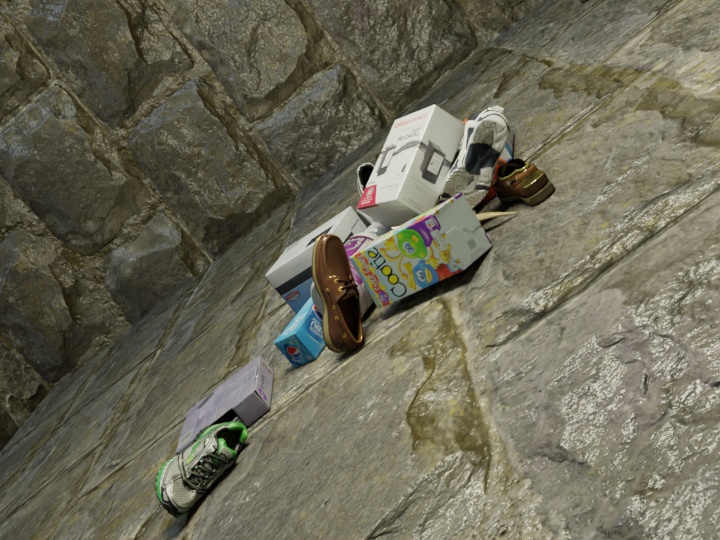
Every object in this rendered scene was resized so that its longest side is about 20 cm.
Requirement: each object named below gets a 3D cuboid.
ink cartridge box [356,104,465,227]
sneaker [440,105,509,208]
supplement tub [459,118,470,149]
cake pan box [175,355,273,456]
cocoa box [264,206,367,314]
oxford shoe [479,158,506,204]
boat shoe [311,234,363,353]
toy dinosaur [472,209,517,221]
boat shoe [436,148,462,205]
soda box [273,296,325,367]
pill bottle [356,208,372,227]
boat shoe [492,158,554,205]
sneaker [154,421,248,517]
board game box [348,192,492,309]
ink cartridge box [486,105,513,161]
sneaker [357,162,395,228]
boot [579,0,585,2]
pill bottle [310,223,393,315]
[{"bbox_3d":[0.093,-0.189,1.576,0.145,0.083,0.201,-6,58,60],"label":"ink cartridge box"},{"bbox_3d":[0.207,-0.204,1.519,0.130,0.079,0.200,-63,-8,-56],"label":"sneaker"},{"bbox_3d":[0.157,-0.205,1.710,0.199,0.123,0.123,-34,14,23],"label":"supplement tub"},{"bbox_3d":[-0.243,0.254,1.564,0.184,0.052,0.200,-40,13,5],"label":"cake pan box"},{"bbox_3d":[-0.071,-0.011,1.791,0.199,0.131,0.134,-31,15,32],"label":"cocoa box"},{"bbox_3d":[0.200,-0.150,1.653,0.199,0.071,0.073,-35,7,16],"label":"oxford shoe"},{"bbox_3d":[-0.030,0.035,1.441,0.072,0.202,0.067,-5,-5,-40],"label":"boat shoe"},{"bbox_3d":[0.174,-0.077,1.500,0.101,0.058,0.200,-45,14,-29],"label":"toy dinosaur"},{"bbox_3d":[0.147,-0.134,1.589,0.201,0.071,0.070,-58,-26,10],"label":"boat shoe"},{"bbox_3d":[-0.077,0.090,1.622,0.068,0.064,0.200,-27,18,43],"label":"soda box"},{"bbox_3d":[0.096,-0.153,1.853,0.200,0.111,0.111,-41,13,-6],"label":"pill bottle"},{"bbox_3d":[0.272,-0.163,1.490,0.072,0.068,0.200,-41,13,-6],"label":"boat shoe"},{"bbox_3d":[-0.249,0.302,1.353,0.085,0.078,0.200,-29,16,36],"label":"sneaker"},{"bbox_3d":[0.097,-0.031,1.419,0.199,0.103,0.105,-27,6,42],"label":"board game box"},{"bbox_3d":[0.249,-0.260,1.846,0.144,0.085,0.200,-33,15,23],"label":"ink cartridge box"},{"bbox_3d":[0.043,-0.131,1.746,0.075,0.201,0.088,-30,-25,-3],"label":"sneaker"},{"bbox_3d":[0.681,-0.945,2.693,0.064,0.200,0.186,-38,13,2],"label":"boot"},{"bbox_3d":[0.000,0.000,1.602,0.112,0.112,0.200,-26,19,45],"label":"pill bottle"}]
